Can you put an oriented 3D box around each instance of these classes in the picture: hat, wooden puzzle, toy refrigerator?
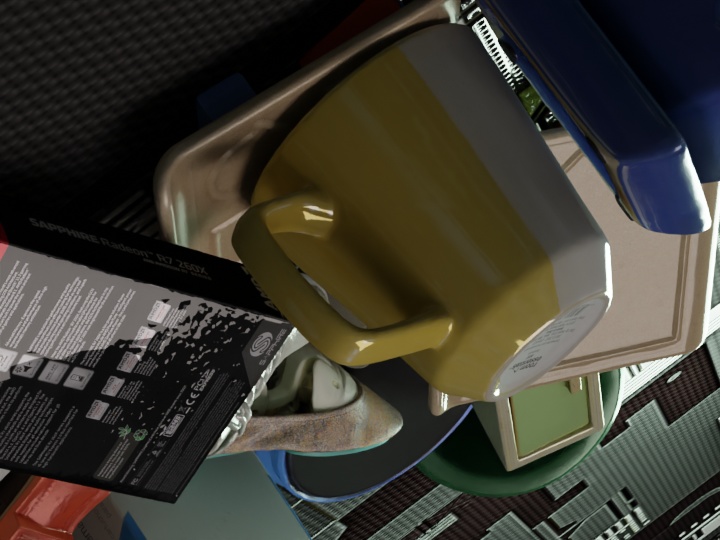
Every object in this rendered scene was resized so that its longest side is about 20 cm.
[{"bbox_3d":[0.092,0.060,1.830,0.200,0.165,0.176,-44,-162,15],"label":"hat"},{"bbox_3d":[0.127,-0.013,1.477,0.198,0.037,0.186,-15,129,-19],"label":"wooden puzzle"},{"bbox_3d":[0.108,0.045,1.600,0.075,0.070,0.201,-23,144,-7],"label":"toy refrigerator"},{"bbox_3d":[-0.033,-0.070,1.285,0.199,0.046,0.186,-37,163,-15],"label":"wooden puzzle"}]

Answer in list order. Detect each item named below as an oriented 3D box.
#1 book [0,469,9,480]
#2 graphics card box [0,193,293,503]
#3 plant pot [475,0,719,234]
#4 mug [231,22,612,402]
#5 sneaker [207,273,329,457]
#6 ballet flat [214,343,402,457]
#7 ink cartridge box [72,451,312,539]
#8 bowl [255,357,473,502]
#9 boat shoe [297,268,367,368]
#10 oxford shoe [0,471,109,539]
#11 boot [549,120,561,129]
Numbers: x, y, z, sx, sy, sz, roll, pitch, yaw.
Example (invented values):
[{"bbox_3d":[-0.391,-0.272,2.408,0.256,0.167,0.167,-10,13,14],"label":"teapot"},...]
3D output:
[{"bbox_3d":[-0.225,0.081,1.298,0.134,0.048,0.200,-44,162,9],"label":"book"},{"bbox_3d":[-0.143,0.038,1.194,0.199,0.051,0.126,16,116,-39],"label":"graphics card box"},{"bbox_3d":[0.160,-0.141,1.207,0.179,0.201,0.200,-37,164,4],"label":"plant pot"},{"bbox_3d":[0.033,-0.007,1.242,0.186,0.153,0.150,-35,163,-17],"label":"mug"},{"bbox_3d":[-0.083,0.062,1.370,0.199,0.081,0.075,-26,150,-41],"label":"sneaker"},{"bbox_3d":[-0.056,0.078,1.508,0.199,0.068,0.068,-5,119,-31],"label":"ballet flat"},{"bbox_3d":[-0.153,0.203,1.560,0.144,0.148,0.200,-11,149,-52],"label":"ink cartridge box"},{"bbox_3d":[0.013,0.074,1.648,0.200,0.039,0.201,-29,146,-22],"label":"bowl"},{"bbox_3d":[0.000,0.000,1.465,0.063,0.072,0.200,-50,172,-20],"label":"boat shoe"},{"bbox_3d":[-0.175,0.102,1.427,0.200,0.072,0.071,-52,138,-2],"label":"oxford shoe"},{"bbox_3d":[0.128,-0.093,1.528,0.188,0.069,0.200,-26,168,-46],"label":"boot"}]
